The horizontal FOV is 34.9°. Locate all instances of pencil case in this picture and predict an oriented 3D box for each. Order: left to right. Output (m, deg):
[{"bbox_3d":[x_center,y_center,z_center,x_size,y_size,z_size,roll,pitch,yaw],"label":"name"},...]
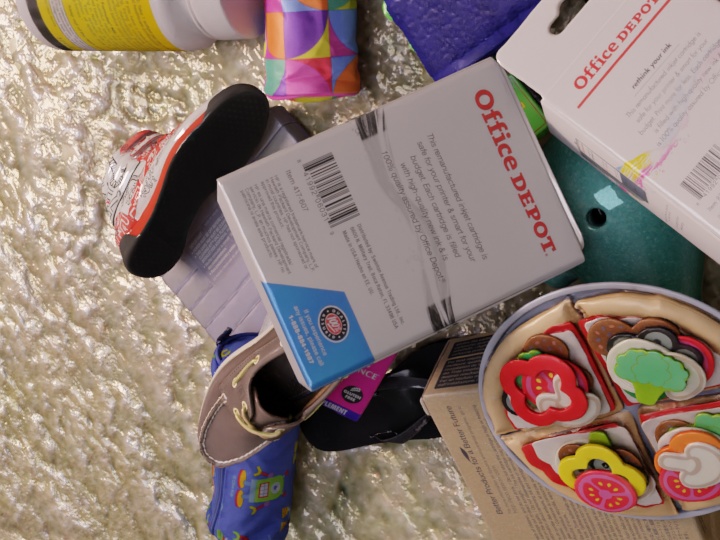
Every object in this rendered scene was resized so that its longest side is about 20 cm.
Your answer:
[{"bbox_3d":[-0.095,0.151,0.999,0.078,0.086,0.201,35,128,45],"label":"pencil case"},{"bbox_3d":[-0.041,-0.232,0.885,0.088,0.088,0.202,5,104,26],"label":"pencil case"}]

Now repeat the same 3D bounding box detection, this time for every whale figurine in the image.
[{"bbox_3d":[0.192,-0.015,0.804,0.158,0.104,0.201,-18,96,30],"label":"whale figurine"}]

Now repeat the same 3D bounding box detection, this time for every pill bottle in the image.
[{"bbox_3d":[-0.173,-0.236,0.933,0.199,0.114,0.115,6,106,27],"label":"pill bottle"}]

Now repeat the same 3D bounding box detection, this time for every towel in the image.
[{"bbox_3d":[0.055,-0.242,0.784,0.147,0.050,0.201,-28,99,46],"label":"towel"}]

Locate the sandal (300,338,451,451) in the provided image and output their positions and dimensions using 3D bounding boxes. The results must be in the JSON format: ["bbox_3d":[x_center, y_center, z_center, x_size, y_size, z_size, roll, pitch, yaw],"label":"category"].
[{"bbox_3d":[0.029,0.115,0.960,0.199,0.043,0.077,-24,92,31],"label":"sandal"}]

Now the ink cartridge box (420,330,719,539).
[{"bbox_3d":[0.160,0.135,0.842,0.164,0.075,0.201,-10,121,30],"label":"ink cartridge box"}]

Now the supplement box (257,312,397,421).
[{"bbox_3d":[0.000,0.000,0.890,0.101,0.104,0.201,24,119,-6],"label":"supplement box"}]

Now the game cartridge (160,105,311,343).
[{"bbox_3d":[-0.090,-0.030,0.992,0.130,0.038,0.200,50,120,12],"label":"game cartridge"}]

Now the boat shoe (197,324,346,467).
[{"bbox_3d":[-0.064,0.088,0.855,0.072,0.060,0.200,37,119,-14],"label":"boat shoe"}]

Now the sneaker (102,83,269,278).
[{"bbox_3d":[-0.157,-0.100,0.968,0.202,0.067,0.108,-54,45,27],"label":"sneaker"}]

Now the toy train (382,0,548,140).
[{"bbox_3d":[0.074,-0.170,0.864,0.056,0.042,0.200,-39,84,20],"label":"toy train"}]

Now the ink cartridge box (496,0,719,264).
[{"bbox_3d":[0.195,-0.106,0.716,0.200,0.067,0.117,42,91,18],"label":"ink cartridge box"}]

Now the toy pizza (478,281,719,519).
[{"bbox_3d":[0.171,0.094,0.736,0.199,0.032,0.201,12,128,15],"label":"toy pizza"}]

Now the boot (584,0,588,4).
[{"bbox_3d":[0.118,-0.269,0.794,0.167,0.076,0.202,8,116,33],"label":"boot"}]

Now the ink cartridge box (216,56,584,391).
[{"bbox_3d":[0.024,-0.029,0.753,0.199,0.084,0.147,-24,89,-8],"label":"ink cartridge box"}]
